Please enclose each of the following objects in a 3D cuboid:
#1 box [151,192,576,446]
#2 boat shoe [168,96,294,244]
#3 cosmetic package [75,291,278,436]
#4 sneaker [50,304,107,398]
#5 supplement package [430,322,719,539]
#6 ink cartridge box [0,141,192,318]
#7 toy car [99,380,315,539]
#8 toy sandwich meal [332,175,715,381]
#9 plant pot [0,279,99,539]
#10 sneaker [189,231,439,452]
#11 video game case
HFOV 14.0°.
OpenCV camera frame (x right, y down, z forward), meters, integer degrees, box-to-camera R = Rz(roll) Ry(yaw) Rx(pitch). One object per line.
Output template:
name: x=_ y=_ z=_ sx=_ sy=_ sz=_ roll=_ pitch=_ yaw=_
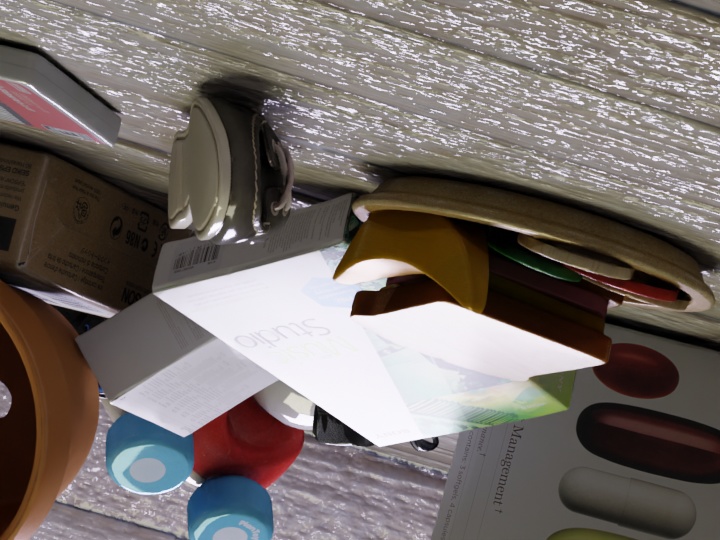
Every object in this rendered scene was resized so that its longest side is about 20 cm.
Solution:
box: x=0.004 y=0.032 z=1.620 sx=0.144 sy=0.036 sz=0.200 roll=-14 pitch=144 yaw=40
boat shoe: x=-0.053 y=-0.045 z=1.360 sx=0.057 sy=0.067 sz=0.200 roll=0 pitch=180 yaw=-9
cosmetic package: x=-0.110 y=0.054 z=1.828 sx=0.051 sy=0.083 sz=0.200 roll=58 pitch=-178 yaw=13
sneaker: x=-0.205 y=0.030 z=1.946 sx=0.200 sy=0.112 sz=0.073 roll=0 pitch=138 yaw=0
supplement package: x=0.161 y=0.137 z=1.791 sx=0.200 sy=0.191 sz=0.147 roll=14 pitch=174 yaw=11
ink cartridge box: x=-0.221 y=-0.030 z=1.802 sx=0.165 sy=0.075 sz=0.200 roll=11 pitch=173 yaw=25
toy car: x=-0.066 y=0.064 z=2.055 sx=0.200 sy=0.184 sz=0.177 roll=-29 pitch=130 yaw=21
toy sandwich meal: x=0.076 y=0.010 z=1.453 sx=0.205 sy=0.070 sz=0.205 roll=15 pitch=173 yaw=2
plant pot: x=-0.243 y=0.082 z=1.731 sx=0.200 sy=0.200 sz=0.140 roll=13 pitch=-171 yaw=20
sneaker: x=-0.022 y=0.046 z=1.791 sx=0.200 sy=0.114 sz=0.075 roll=19 pitch=172 yaw=-23
video game case: x=-0.230 y=-0.104 z=1.442 sx=0.200 sy=0.017 sz=0.143 roll=14 pitch=174 yaw=14
